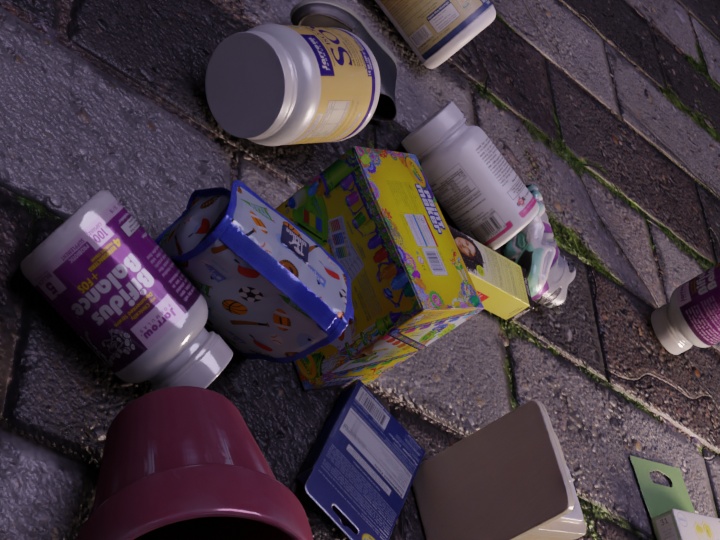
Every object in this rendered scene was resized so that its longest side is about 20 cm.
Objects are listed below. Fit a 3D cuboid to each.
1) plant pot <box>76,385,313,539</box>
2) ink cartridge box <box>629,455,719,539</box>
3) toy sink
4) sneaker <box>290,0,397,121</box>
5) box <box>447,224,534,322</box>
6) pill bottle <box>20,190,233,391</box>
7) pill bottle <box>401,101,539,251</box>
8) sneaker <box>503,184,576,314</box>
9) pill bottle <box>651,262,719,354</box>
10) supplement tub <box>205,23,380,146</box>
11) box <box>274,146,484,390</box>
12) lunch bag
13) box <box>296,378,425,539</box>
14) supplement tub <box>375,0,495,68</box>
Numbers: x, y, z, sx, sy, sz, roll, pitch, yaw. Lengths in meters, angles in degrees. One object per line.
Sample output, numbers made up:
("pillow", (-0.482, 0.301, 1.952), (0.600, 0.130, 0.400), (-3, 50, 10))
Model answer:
("plant pot", (-0.146, 0.205, 1.109), (0.199, 0.200, 0.180), (30, 25, -34))
("ink cartridge box", (0.477, 0.365, 1.907), (0.145, 0.048, 0.202), (19, 49, -43))
("toy sink", (0.173, 0.249, 1.464), (0.111, 0.199, 0.132), (16, 48, -44))
("sneaker", (-0.014, -0.295, 1.820), (0.199, 0.075, 0.107), (30, 38, -37))
("box", (0.156, 0.001, 1.805), (0.199, 0.050, 0.076), (26, 42, -39))
("pill bottle", (-0.215, 0.033, 1.228), (0.200, 0.112, 0.113), (48, 33, -10))
("pill bottle", (0.155, -0.134, 1.865), (0.201, 0.113, 0.113), (52, 32, -6))
("sneaker", (0.279, -0.023, 1.974), (0.139, 0.077, 0.202), (34, 47, -33))
("pill bottle", (0.588, 0.058, 2.169), (0.112, 0.199, 0.113), (33, 38, -31))
("supplement tub", (-0.082, -0.228, 1.606), (0.199, 0.145, 0.147), (-13, 71, -56))
("box", (0.000, 0.000, 1.466), (0.121, 0.192, 0.202), (1, 61, -52))
("lunch bag", (-0.106, 0.002, 1.301), (0.170, 0.200, 0.124), (40, 76, -18))
("box", (-0.001, 0.221, 1.416), (0.121, 0.032, 0.200), (48, 31, -11))
("supplement tub", (0.102, -0.434, 2.035), (0.201, 0.144, 0.144), (52, 32, -6))
